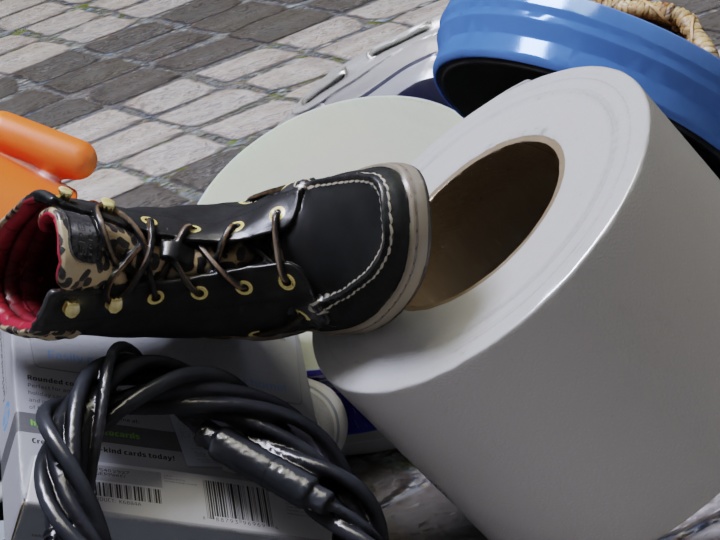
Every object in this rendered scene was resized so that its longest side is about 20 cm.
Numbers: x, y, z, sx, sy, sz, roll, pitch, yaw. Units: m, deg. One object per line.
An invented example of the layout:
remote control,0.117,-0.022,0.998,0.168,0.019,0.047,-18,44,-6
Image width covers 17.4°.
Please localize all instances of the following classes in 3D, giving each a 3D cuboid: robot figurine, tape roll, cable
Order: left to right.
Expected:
robot figurine,-0.223,-0.012,1.430,0.117,0.199,0.145,-43,24,58
cable,-0.062,0.115,1.036,0.162,0.201,0.051,-8,-28,-27
tape roll,0.095,0.022,1.123,0.202,0.139,0.203,-35,28,21

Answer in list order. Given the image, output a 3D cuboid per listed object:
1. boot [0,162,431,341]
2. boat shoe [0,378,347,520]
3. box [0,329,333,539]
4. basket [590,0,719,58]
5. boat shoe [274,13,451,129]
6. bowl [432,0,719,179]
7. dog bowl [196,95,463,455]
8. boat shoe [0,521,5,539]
boot,-0.072,-0.006,1.070,0.150,0.074,0.200,2,-8,-32
boat shoe,-0.105,0.105,1.229,0.198,0.073,0.069,-11,2,8
box,-0.099,0.065,1.148,0.155,0.041,0.201,9,38,-20
basket,0.129,-0.096,1.465,0.198,0.144,0.149,-14,2,-4
boat shoe,-0.004,-0.093,1.425,0.200,0.072,0.066,-33,42,39
bowl,0.129,-0.083,1.231,0.200,0.200,0.040,11,73,50
dog bowl,0.000,0.000,1.326,0.199,0.079,0.201,-12,49,14
boat shoe,-0.119,0.159,1.122,0.199,0.071,0.091,-12,45,-39
